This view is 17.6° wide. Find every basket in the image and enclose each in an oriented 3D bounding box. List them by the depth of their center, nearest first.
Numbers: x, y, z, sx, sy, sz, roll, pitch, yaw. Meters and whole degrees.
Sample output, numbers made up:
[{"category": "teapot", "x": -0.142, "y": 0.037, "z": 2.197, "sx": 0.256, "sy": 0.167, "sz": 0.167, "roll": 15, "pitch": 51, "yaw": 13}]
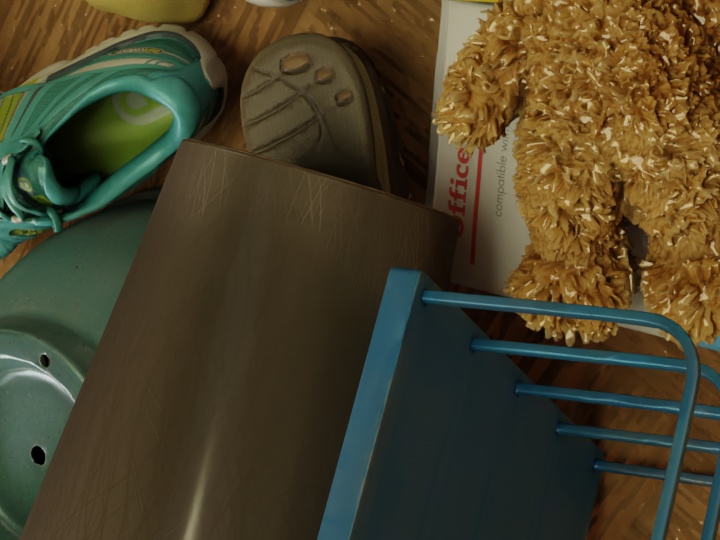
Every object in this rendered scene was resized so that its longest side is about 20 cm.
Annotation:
[{"category": "basket", "x": -0.041, "y": 0.061, "z": 0.889, "sx": 0.180, "sy": 0.136, "sz": 0.201, "roll": 17, "pitch": 90, "yaw": 43}]

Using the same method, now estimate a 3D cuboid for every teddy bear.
[{"category": "teddy bear", "x": 0.092, "y": -0.068, "z": 0.826, "sx": 0.144, "sy": 0.067, "sz": 0.201, "roll": 20, "pitch": 108, "yaw": 28}]

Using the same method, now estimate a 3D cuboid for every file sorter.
[{"category": "file sorter", "x": 0.084, "y": 0.105, "z": 0.850, "sx": 0.122, "sy": 0.200, "sz": 0.140, "roll": 5, "pitch": 69, "yaw": 29}]

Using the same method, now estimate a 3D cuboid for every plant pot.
[{"category": "plant pot", "x": -0.110, "y": 0.071, "z": 1.039, "sx": 0.199, "sy": 0.134, "sz": 0.202, "roll": 9, "pitch": 106, "yaw": 33}]

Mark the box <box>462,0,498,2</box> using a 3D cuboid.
[{"category": "box", "x": 0.001, "y": -0.145, "z": 0.907, "sx": 0.199, "sy": 0.064, "sz": 0.071, "roll": 4, "pitch": 110, "yaw": 8}]

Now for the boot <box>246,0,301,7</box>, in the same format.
[{"category": "boot", "x": -0.018, "y": -0.209, "z": 0.949, "sx": 0.090, "sy": 0.073, "sz": 0.201, "roll": 3, "pitch": 102, "yaw": 40}]

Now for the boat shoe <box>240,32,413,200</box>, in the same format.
[{"category": "boat shoe", "x": 0.000, "y": 0.000, "z": 0.985, "sx": 0.072, "sy": 0.067, "sz": 0.202, "roll": -6, "pitch": 93, "yaw": 24}]

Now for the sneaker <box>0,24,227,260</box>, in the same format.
[{"category": "sneaker", "x": -0.150, "y": -0.046, "z": 1.030, "sx": 0.199, "sy": 0.080, "sz": 0.078, "roll": -29, "pitch": 108, "yaw": 13}]

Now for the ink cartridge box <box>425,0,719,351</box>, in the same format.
[{"category": "ink cartridge box", "x": 0.095, "y": -0.044, "z": 0.911, "sx": 0.199, "sy": 0.067, "sz": 0.117, "roll": 14, "pitch": 108, "yaw": 32}]

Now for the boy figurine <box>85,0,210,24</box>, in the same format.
[{"category": "boy figurine", "x": -0.108, "y": -0.182, "z": 0.982, "sx": 0.064, "sy": 0.200, "sz": 0.125, "roll": 7, "pitch": 60, "yaw": 18}]
